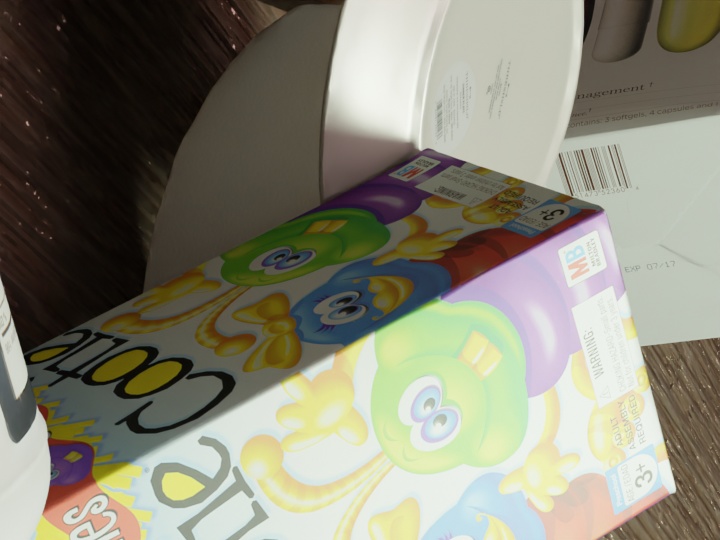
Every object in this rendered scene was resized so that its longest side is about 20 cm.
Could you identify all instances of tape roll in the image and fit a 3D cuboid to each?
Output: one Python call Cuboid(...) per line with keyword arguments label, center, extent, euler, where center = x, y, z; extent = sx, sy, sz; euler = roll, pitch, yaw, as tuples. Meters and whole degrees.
Cuboid(label="tape roll", center=(0.000, 0.000, 0.730), extent=(0.202, 0.071, 0.203), euler=(-38, 135, -51))

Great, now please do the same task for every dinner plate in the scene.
Cuboid(label="dinner plate", center=(0.044, -0.069, 0.678), extent=(0.200, 0.024, 0.201), euler=(-35, 133, -50))

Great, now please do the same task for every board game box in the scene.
Cuboid(label="board game box", center=(-0.021, 0.057, 0.563), extent=(0.200, 0.103, 0.105), euler=(-28, 115, -21))

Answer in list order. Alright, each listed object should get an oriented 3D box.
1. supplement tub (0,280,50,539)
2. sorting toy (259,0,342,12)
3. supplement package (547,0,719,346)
Cuboid(label="supplement tub", center=(-0.144, 0.006, 0.374), extent=(0.140, 0.140, 0.200), euler=(-42, 121, -63))
Cuboid(label="sorting toy", center=(-0.079, -0.202, 0.686), extent=(0.199, 0.069, 0.200), euler=(5, 79, -67))
Cuboid(label="supplement package", center=(0.157, -0.074, 1.053), extent=(0.200, 0.191, 0.147), euler=(-70, 146, -49))
